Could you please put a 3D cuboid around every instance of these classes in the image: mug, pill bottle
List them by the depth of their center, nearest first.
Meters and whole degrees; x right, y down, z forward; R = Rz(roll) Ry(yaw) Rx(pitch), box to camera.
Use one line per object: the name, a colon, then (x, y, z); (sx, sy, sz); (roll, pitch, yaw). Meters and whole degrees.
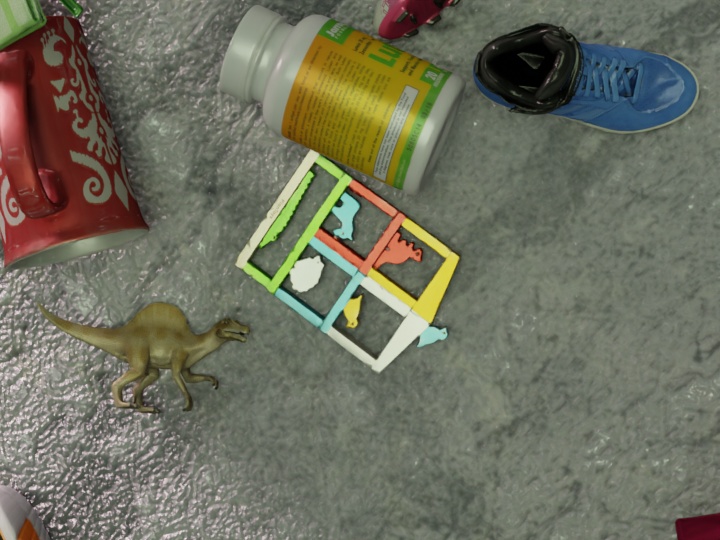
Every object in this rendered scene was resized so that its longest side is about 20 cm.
pill bottle: (-0.018, -0.155, 1.314); (0.198, 0.111, 0.112); (25, 96, 6)
mug: (-0.270, -0.119, 1.329); (0.132, 0.177, 0.203); (-13, 86, -23)

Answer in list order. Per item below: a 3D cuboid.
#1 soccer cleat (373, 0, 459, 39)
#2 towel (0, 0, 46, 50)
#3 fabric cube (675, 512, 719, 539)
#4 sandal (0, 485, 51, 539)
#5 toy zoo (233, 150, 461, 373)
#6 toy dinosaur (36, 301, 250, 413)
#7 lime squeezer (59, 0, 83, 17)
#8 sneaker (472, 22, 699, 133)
soccer cleat: (0.073, -0.294, 1.324); (0.200, 0.070, 0.086); (-45, 71, 6)
towel: (-0.337, -0.278, 1.253); (0.148, 0.031, 0.202); (-17, 96, 45)
fabric cube: (0.377, 0.307, 1.240); (0.197, 0.199, 0.199); (-11, 91, 8)
sandal: (-0.305, 0.302, 1.395); (0.059, 0.079, 0.209); (-28, 91, 6)
toy zoo: (0.000, 0.000, 1.365); (0.199, 0.020, 0.132); (36, 97, 4)
toy dinosaur: (-0.200, 0.079, 1.390); (0.197, 0.058, 0.103); (3, 79, 0)
lime squeezer: (-0.332, -0.297, 1.355); (0.199, 0.071, 0.038); (37, 122, -14)
sneaker: (0.193, -0.162, 1.284); (0.197, 0.111, 0.078); (11, 94, 7)
